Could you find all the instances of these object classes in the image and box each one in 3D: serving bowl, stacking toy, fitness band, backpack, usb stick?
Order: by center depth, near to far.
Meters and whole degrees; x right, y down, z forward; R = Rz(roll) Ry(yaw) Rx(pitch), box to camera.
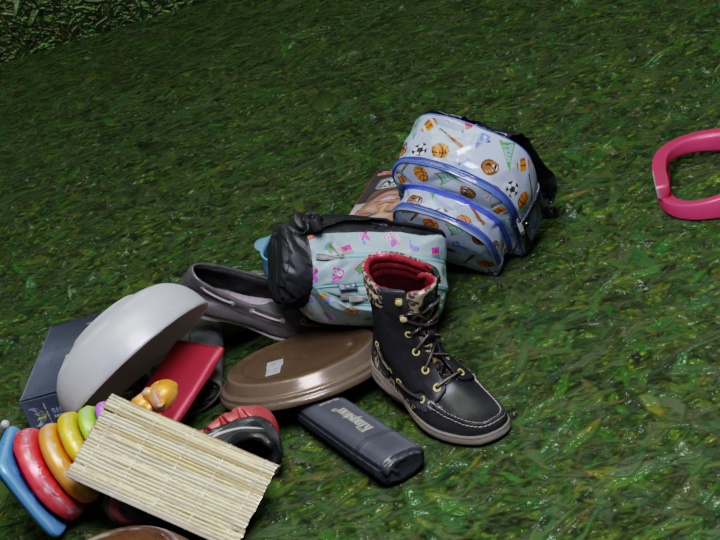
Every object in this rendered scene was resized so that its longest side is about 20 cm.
[{"bbox_3d":[-0.003,0.168,1.598,0.055,0.033,0.200,-29,25,-20],"label":"usb stick"},{"bbox_3d":[-0.269,0.175,1.623,0.200,0.110,0.116,-34,18,5],"label":"stacking toy"},{"bbox_3d":[-0.263,0.079,1.724,0.200,0.066,0.200,-42,-5,-5],"label":"serving bowl"},{"bbox_3d":[0.000,0.000,1.770,0.199,0.127,0.167,2,-1,-11],"label":"backpack"},{"bbox_3d":[0.120,-0.097,1.849,0.200,0.191,0.154,14,62,18],"label":"backpack"},{"bbox_3d":[0.429,-0.119,1.903,0.143,0.037,0.200,-10,26,13],"label":"fitness band"}]

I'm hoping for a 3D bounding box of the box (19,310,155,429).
[{"bbox_3d":[-0.321,0.112,1.927,0.157,0.051,0.200,-16,24,9],"label":"box"}]

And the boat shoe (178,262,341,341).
[{"bbox_3d":[-0.113,0.036,1.828,0.200,0.057,0.067,11,42,-11],"label":"boat shoe"}]

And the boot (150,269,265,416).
[{"bbox_3d":[-0.171,0.086,1.851,0.182,0.073,0.200,-29,16,9],"label":"boot"}]

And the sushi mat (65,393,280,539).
[{"bbox_3d":[-0.187,0.197,1.544,0.200,0.012,0.096,20,73,18],"label":"sushi mat"}]

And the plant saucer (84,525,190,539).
[{"bbox_3d":[-0.241,0.302,1.483,0.200,0.035,0.200,-15,24,7],"label":"plant saucer"}]

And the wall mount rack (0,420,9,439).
[{"bbox_3d":[-0.483,0.222,1.778,0.174,0.075,0.200,4,33,42],"label":"wall mount rack"}]

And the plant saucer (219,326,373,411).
[{"bbox_3d":[-0.063,0.106,1.736,0.200,0.030,0.200,-15,14,4],"label":"plant saucer"}]

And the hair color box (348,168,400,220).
[{"bbox_3d":[0.047,-0.070,2.038,0.101,0.061,0.200,-7,27,22],"label":"hair color box"}]

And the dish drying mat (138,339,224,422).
[{"bbox_3d":[-0.225,0.161,1.713,0.077,0.018,0.200,6,52,40],"label":"dish drying mat"}]

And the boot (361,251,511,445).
[{"bbox_3d":[0.070,0.077,1.575,0.073,0.151,0.200,-25,36,-23],"label":"boot"}]

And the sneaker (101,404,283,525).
[{"bbox_3d":[-0.164,0.205,1.586,0.200,0.071,0.098,-24,23,-14],"label":"sneaker"}]

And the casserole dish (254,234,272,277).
[{"bbox_3d":[-0.032,-0.001,1.900,0.200,0.039,0.121,9,21,3],"label":"casserole dish"}]
